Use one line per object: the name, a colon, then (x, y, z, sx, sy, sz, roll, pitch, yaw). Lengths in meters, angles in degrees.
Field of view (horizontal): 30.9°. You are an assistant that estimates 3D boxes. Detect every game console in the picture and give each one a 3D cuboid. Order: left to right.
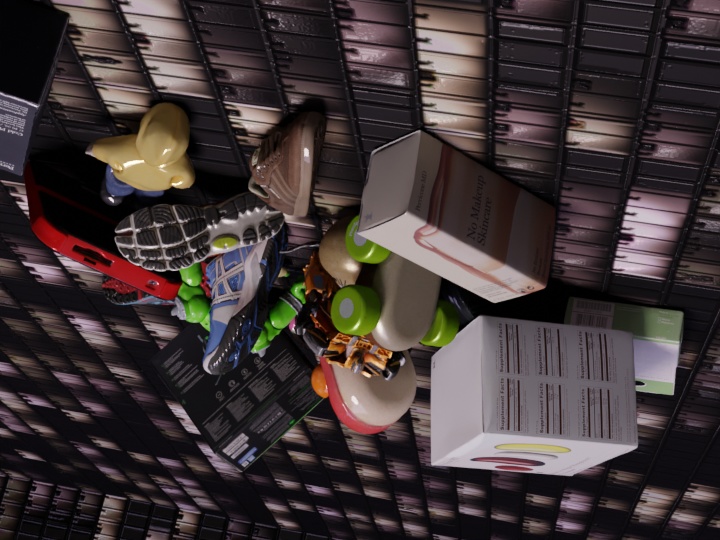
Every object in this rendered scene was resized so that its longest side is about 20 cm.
game console: (-0.309, -0.047, 1.563, 0.199, 0.031, 0.177, 28, -163, -32)

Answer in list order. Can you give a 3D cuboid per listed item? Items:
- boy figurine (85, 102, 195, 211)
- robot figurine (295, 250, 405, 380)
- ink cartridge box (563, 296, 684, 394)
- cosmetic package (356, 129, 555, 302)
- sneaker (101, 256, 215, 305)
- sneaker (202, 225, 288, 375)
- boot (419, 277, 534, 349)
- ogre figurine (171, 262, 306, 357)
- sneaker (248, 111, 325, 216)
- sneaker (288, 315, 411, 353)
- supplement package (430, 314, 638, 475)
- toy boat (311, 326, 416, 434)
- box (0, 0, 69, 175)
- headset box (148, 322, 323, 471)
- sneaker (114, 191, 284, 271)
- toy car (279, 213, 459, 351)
boy figurine: (-0.239, -0.123, 1.436, 0.123, 0.065, 0.200, 15, 157, -16)
robot figurine: (-0.012, 0.053, 1.581, 0.144, 0.201, 0.058, 20, 117, -20)
ink cartridge box: (0.341, 0.100, 1.688, 0.144, 0.048, 0.200, 7, 159, 14)
cosmetic package: (0.104, -0.053, 1.371, 0.199, 0.104, 0.087, 24, 154, -31)
sneaker: (-0.249, 0.010, 1.785, 0.198, 0.080, 0.095, 2, 179, 22)
sneaker: (-0.154, 0.030, 1.602, 0.076, 0.202, 0.076, 17, 170, 18)
boot: (0.111, 0.045, 1.654, 0.161, 0.074, 0.198, -1, 155, 38)
ogre figurine: (-0.163, 0.029, 1.674, 0.098, 0.121, 0.199, 17, 170, 45)
sneaker: (-0.083, -0.110, 1.375, 0.075, 0.071, 0.200, 14, 158, -1)
sneaker: (-0.006, 0.084, 1.807, 0.199, 0.074, 0.087, 22, 157, -34)
supplement package: (0.209, 0.160, 1.610, 0.198, 0.148, 0.191, 6, 159, -14)
toy boat: (-0.016, 0.123, 1.695, 0.130, 0.201, 0.131, 8, 141, -38)
box: (-0.407, -0.201, 1.285, 0.198, 0.105, 0.182, 19, 156, -14)
headset box: (-0.171, 0.141, 1.807, 0.200, 0.174, 0.093, 47, 177, 31)
sneaker: (-0.187, -0.043, 1.525, 0.198, 0.078, 0.085, -9, -179, -9)
toy car: (0.000, 0.000, 1.517, 0.163, 0.159, 0.199, 10, -178, -44)
